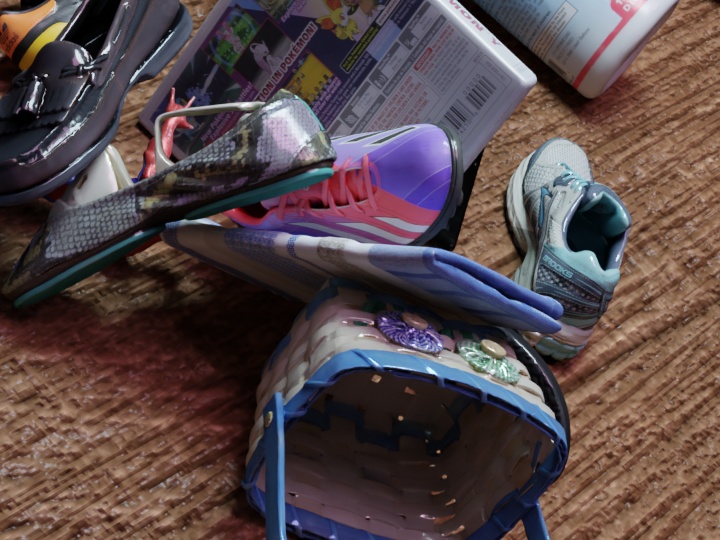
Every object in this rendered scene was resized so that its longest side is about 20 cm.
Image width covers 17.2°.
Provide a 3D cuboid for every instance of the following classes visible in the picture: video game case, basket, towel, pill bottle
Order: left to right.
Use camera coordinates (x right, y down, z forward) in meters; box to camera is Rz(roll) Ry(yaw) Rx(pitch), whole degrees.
[{"bbox_3d":[-0.018,-0.103,1.424,0.182,0.200,0.023,44,29,9],"label":"video game case"},{"bbox_3d":[0.000,0.000,1.338,0.147,0.199,0.024,25,76,-50],"label":"towel"},{"bbox_3d":[0.021,0.108,1.273,0.176,0.139,0.201,18,41,-26],"label":"basket"},{"bbox_3d":[0.135,-0.232,1.784,0.200,0.109,0.109,41,35,5],"label":"pill bottle"}]

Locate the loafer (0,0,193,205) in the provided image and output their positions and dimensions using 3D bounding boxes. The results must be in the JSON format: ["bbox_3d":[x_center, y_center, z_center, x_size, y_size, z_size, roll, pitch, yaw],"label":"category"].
[{"bbox_3d":[-0.159,-0.111,1.306,0.200,0.072,0.063,-57,135,-47],"label":"loafer"}]

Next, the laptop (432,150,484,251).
[{"bbox_3d":[-0.011,-0.135,1.590,0.187,0.116,0.201,35,60,-33],"label":"laptop"}]

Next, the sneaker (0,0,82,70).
[{"bbox_3d":[-0.168,-0.180,1.493,0.090,0.070,0.200,35,37,-10],"label":"sneaker"}]

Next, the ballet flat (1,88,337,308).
[{"bbox_3d":[-0.113,-0.046,1.300,0.072,0.199,0.072,-23,90,-85],"label":"ballet flat"}]

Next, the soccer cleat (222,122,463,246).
[{"bbox_3d":[-0.014,-0.046,1.336,0.073,0.200,0.069,7,83,-30],"label":"soccer cleat"}]

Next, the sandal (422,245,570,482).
[{"bbox_3d":[0.066,0.046,1.446,0.200,0.075,0.045,50,25,21],"label":"sandal"}]

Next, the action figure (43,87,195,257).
[{"bbox_3d":[-0.173,-0.075,1.372,0.199,0.065,0.099,26,45,-16],"label":"action figure"}]

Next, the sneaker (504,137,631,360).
[{"bbox_3d":[0.149,-0.030,1.588,0.077,0.086,0.201,26,37,-17],"label":"sneaker"}]
